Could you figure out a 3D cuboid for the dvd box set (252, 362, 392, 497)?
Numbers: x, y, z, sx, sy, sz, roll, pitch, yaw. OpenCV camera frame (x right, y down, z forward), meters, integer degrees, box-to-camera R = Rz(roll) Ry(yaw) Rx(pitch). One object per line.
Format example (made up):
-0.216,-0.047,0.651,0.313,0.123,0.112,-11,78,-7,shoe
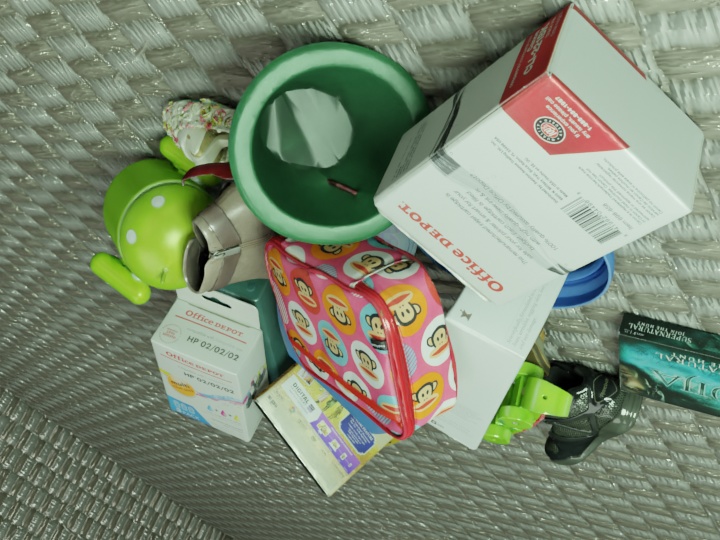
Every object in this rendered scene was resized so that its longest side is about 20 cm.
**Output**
-0.010,0.146,1.157,0.147,0.199,0.029,52,164,-8,dvd box set

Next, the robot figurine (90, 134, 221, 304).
-0.216,-0.052,1.061,0.115,0.177,0.200,32,-175,-31,robot figurine

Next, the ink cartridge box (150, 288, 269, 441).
-0.174,0.107,1.132,0.114,0.068,0.201,19,144,14,ink cartridge box

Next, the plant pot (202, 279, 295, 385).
-0.135,0.039,1.194,0.139,0.143,0.201,20,151,12,plant pot

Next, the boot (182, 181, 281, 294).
-0.117,-0.014,1.011,0.070,0.145,0.202,36,141,32,boot

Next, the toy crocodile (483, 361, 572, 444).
0.176,0.153,1.078,0.061,0.068,0.200,18,158,-3,toy crocodile

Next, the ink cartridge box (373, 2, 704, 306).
0.126,-0.074,0.717,0.144,0.084,0.199,38,141,-17,ink cartridge box

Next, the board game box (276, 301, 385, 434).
-0.006,0.067,0.994,0.199,0.039,0.159,40,137,25,board game box

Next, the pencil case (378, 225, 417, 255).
0.000,0.000,1.033,0.084,0.090,0.200,60,162,14,pencil case

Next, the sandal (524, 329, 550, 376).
0.167,0.069,1.054,0.079,0.055,0.200,10,157,22,sandal

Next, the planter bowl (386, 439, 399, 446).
0.019,0.171,1.248,0.197,0.084,0.202,-9,141,-7,planter bowl

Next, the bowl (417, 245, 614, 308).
0.139,-0.035,0.894,0.198,0.040,0.201,21,155,10,bowl

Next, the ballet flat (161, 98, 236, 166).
-0.126,-0.123,0.944,0.197,0.064,0.076,12,148,28,ballet flat

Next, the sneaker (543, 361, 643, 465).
0.245,0.167,1.158,0.113,0.077,0.200,27,153,1,sneaker

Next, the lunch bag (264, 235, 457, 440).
0.001,0.055,0.865,0.199,0.081,0.178,30,141,49,lunch bag

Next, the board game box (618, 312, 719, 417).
0.362,0.109,0.980,0.197,0.028,0.136,14,153,24,board game box

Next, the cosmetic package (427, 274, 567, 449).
0.116,0.069,0.903,0.080,0.114,0.201,28,151,9,cosmetic package

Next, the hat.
-0.050,-0.127,0.863,0.196,0.168,0.176,5,-163,-14,hat
